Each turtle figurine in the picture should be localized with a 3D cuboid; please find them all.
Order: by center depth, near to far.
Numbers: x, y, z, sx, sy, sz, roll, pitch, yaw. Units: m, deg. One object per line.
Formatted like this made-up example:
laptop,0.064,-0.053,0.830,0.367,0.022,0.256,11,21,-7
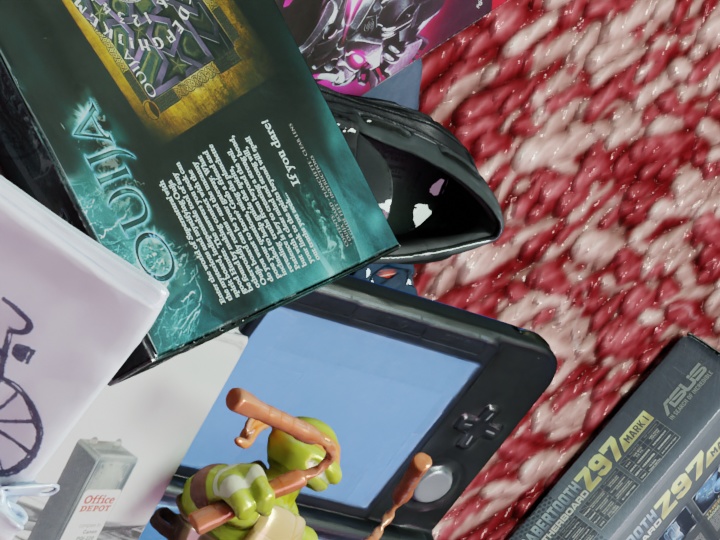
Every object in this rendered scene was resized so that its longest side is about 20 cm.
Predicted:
turtle figurine,-0.053,0.111,1.092,0.161,0.064,0.200,-58,160,-5

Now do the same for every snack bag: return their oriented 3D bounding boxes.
snack bag,-0.181,0.028,0.958,0.200,0.188,0.021,-50,-172,21

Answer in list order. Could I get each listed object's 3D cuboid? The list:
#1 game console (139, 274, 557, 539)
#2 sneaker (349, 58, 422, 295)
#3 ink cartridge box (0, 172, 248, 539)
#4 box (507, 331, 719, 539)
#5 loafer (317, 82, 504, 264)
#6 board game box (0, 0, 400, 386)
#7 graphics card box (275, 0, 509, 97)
game console,-0.017,0.103,1.181,0.200,0.118,0.171,17,121,-40
sneaker,0.000,0.000,1.254,0.075,0.084,0.200,-10,125,-47
ink cartridge box,-0.151,0.066,1.072,0.085,0.146,0.200,21,101,-53
box,0.148,0.150,1.589,0.200,0.051,0.158,-50,146,-7
loafer,-0.018,-0.036,1.127,0.200,0.070,0.068,4,116,-52
board game box,-0.079,-0.073,1.012,0.028,0.200,0.135,-28,177,42
graphics card box,-0.021,-0.122,1.158,0.200,0.051,0.126,-33,141,-28
